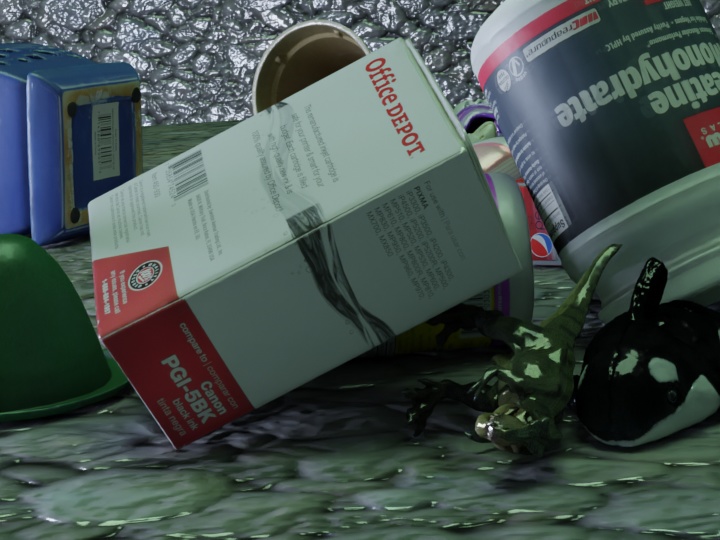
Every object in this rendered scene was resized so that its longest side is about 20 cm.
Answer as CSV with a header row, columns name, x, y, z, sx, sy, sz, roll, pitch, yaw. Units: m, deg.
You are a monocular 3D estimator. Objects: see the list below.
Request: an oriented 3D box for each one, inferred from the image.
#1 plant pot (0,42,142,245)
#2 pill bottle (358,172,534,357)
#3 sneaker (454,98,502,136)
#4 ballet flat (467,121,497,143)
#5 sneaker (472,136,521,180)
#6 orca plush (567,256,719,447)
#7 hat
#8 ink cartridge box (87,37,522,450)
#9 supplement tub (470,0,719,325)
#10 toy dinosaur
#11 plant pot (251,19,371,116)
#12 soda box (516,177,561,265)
name,x,y,z,sx,sy,sz,roll,pitch,yaw
plant pot,-0.337,-0.131,1.566,0.178,0.202,0.200,7,13,26
pill bottle,0.000,0.000,0.906,0.198,0.105,0.104,-4,10,-3
sneaker,0.219,-0.202,2.076,0.198,0.081,0.089,-8,16,12
ballet flat,0.180,-0.152,1.821,0.198,0.065,0.076,-5,11,1
sneaker,0.054,-0.053,1.271,0.104,0.076,0.200,-38,12,-32
orca plush,0.167,0.028,0.764,0.199,0.072,0.105,-13,13,-42
hat,-0.214,-0.015,0.868,0.164,0.178,0.199,-10,11,-30
ink cartridge box,-0.033,-0.018,0.775,0.199,0.083,0.147,-27,32,4
supplement tub,0.162,-0.076,0.885,0.139,0.202,0.140,-23,-11,-5
toy dinosaur,0.071,0.042,0.734,0.087,0.048,0.200,-4,26,22
plant pot,-0.025,-0.244,2.139,0.199,0.203,0.183,0,0,26
soda box,0.187,-0.056,1.241,0.063,0.071,0.200,1,11,24
